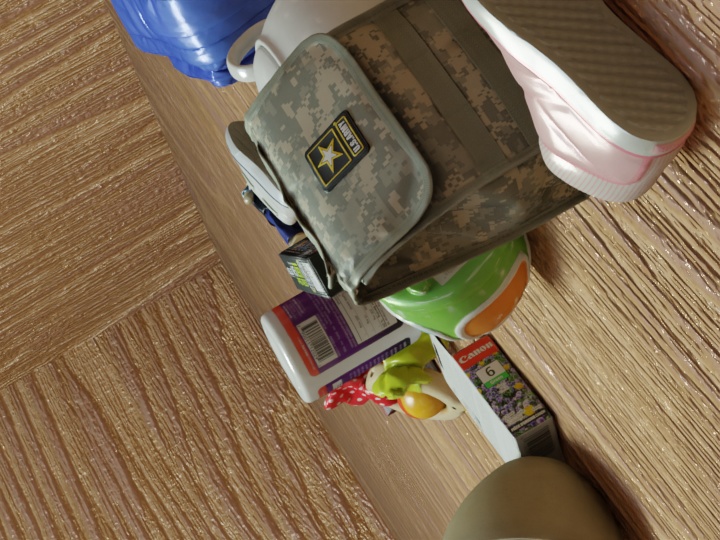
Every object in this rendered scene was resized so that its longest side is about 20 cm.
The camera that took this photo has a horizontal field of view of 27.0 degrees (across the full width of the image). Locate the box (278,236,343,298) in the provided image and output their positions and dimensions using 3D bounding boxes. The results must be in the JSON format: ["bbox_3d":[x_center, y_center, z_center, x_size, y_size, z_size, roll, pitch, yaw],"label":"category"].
[{"bbox_3d":[0.009,-0.036,1.462,0.045,0.159,0.200,59,172,-7],"label":"box"}]

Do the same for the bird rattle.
[{"bbox_3d":[0.050,0.149,1.844,0.162,0.114,0.200,26,148,-17],"label":"bird rattle"}]

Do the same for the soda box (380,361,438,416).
[{"bbox_3d":[0.056,0.146,2.063,0.064,0.070,0.200,58,171,8],"label":"soda box"}]

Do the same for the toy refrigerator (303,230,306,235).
[{"bbox_3d":[0.000,0.000,1.907,0.202,0.075,0.070,63,171,-11],"label":"toy refrigerator"}]

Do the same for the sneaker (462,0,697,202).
[{"bbox_3d":[0.110,-0.122,0.868,0.201,0.075,0.105,53,164,20],"label":"sneaker"}]

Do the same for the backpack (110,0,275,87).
[{"bbox_3d":[-0.155,-0.292,1.624,0.168,0.162,0.199,55,162,-28],"label":"backpack"}]

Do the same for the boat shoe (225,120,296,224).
[{"bbox_3d":[-0.152,-0.146,2.270,0.201,0.073,0.067,54,140,38],"label":"boat shoe"}]

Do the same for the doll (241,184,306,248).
[{"bbox_3d":[-0.123,-0.091,2.321,0.136,0.049,0.200,19,-155,-46],"label":"doll"}]

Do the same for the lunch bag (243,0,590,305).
[{"bbox_3d":[0.035,-0.089,1.008,0.165,0.199,0.118,57,171,27],"label":"lunch bag"}]

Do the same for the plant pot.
[{"bbox_3d":[0.174,0.266,1.489,0.135,0.198,0.201,-79,-23,-43],"label":"plant pot"}]

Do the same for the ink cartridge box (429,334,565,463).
[{"bbox_3d":[0.143,0.133,1.595,0.200,0.050,0.110,54,170,43],"label":"ink cartridge box"}]

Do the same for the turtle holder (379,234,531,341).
[{"bbox_3d":[0.060,-0.013,1.269,0.184,0.142,0.132,7,154,37],"label":"turtle holder"}]

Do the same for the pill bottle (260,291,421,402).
[{"bbox_3d":[-0.001,0.051,1.657,0.112,0.199,0.112,58,171,15],"label":"pill bottle"}]

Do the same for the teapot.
[{"bbox_3d":[-0.030,-0.169,1.310,0.199,0.145,0.200,60,172,7],"label":"teapot"}]
